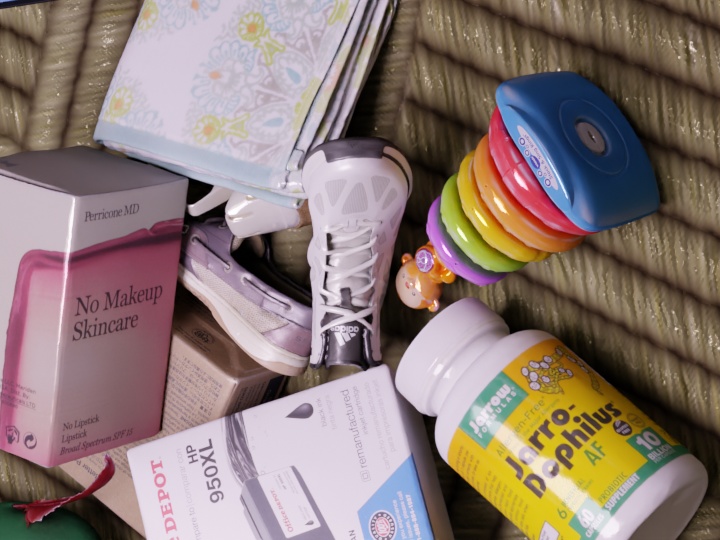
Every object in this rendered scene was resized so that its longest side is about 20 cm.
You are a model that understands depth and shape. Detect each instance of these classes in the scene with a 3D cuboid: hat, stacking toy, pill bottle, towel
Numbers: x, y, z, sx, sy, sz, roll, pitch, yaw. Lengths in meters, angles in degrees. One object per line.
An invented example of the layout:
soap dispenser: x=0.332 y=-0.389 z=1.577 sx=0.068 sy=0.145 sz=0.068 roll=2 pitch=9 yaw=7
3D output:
hat: x=-0.216 y=0.196 z=1.812 sx=0.176 sy=0.200 sz=0.166 roll=-40 pitch=118 yaw=9
stacking toy: x=0.087 y=-0.034 z=1.553 sx=0.200 sy=0.110 sz=0.116 roll=-40 pitch=75 yaw=36
pill bottle: x=0.121 y=0.110 z=1.549 sx=0.200 sy=0.113 sz=0.113 roll=42 pitch=120 yaw=23
towel: x=-0.084 y=-0.145 z=1.659 sx=0.200 sy=0.048 sz=0.171 roll=18 pitch=81 yaw=32

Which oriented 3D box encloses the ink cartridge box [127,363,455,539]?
ink cartridge box: x=-0.047 y=0.169 z=1.632 sx=0.200 sy=0.084 sz=0.145 roll=-19 pitch=70 yaw=10

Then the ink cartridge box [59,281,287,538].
ink cartridge box: x=-0.168 y=0.090 z=1.779 sx=0.200 sy=0.075 sz=0.165 roll=36 pitch=119 yaw=25

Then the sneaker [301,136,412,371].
sneaker: x=0.000 y=0.000 z=1.573 sx=0.201 sy=0.075 sz=0.116 roll=93 pitch=174 yaw=-61

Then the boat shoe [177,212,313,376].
boat shoe: x=-0.095 y=-0.006 z=1.714 sx=0.200 sy=0.072 sz=0.065 roll=46 pitch=108 yaw=28

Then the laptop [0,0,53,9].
laptop: x=-0.241 y=-0.299 z=1.725 sx=0.200 sy=0.103 sz=0.178 roll=-26 pitch=72 yaw=36

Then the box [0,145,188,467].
box: x=-0.211 y=0.023 z=1.672 sx=0.109 sy=0.128 sz=0.200 roll=18 pitch=108 yaw=32

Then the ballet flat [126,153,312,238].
ballet flat: x=-0.092 y=-0.064 z=1.691 sx=0.200 sy=0.072 sz=0.068 roll=23 pitch=150 yaw=31
